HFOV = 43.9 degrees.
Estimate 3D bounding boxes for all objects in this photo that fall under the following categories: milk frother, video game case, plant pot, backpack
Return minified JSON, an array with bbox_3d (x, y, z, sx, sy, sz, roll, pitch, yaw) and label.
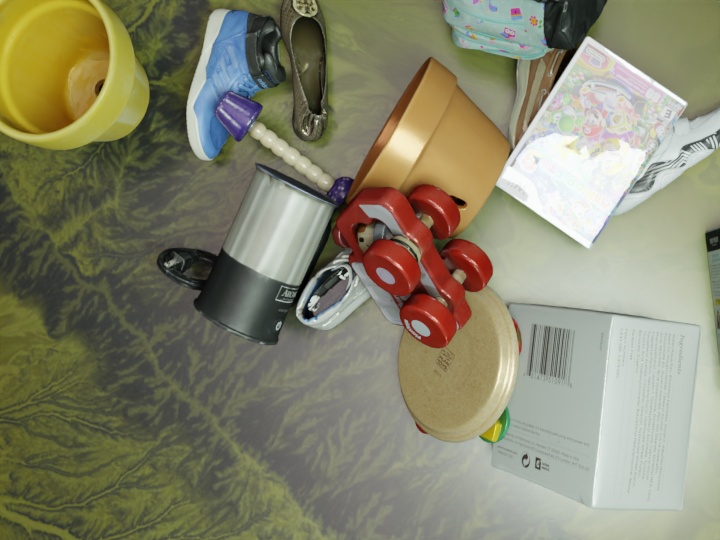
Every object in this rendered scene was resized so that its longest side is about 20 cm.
[{"bbox_3d":[-0.148,-0.041,1.120,0.197,0.180,0.191,27,96,4],"label":"milk frother"},{"bbox_3d":[0.270,-0.150,1.059,0.142,0.018,0.202,34,102,5],"label":"video game case"},{"bbox_3d":[-0.369,-0.252,1.163,0.196,0.189,0.206,0,88,10],"label":"plant pot"},{"bbox_3d":[0.185,-0.332,1.070,0.197,0.129,0.167,17,47,31],"label":"backpack"},{"bbox_3d":[0.089,-0.134,1.087,0.138,0.200,0.203,30,93,-8],"label":"plant pot"}]

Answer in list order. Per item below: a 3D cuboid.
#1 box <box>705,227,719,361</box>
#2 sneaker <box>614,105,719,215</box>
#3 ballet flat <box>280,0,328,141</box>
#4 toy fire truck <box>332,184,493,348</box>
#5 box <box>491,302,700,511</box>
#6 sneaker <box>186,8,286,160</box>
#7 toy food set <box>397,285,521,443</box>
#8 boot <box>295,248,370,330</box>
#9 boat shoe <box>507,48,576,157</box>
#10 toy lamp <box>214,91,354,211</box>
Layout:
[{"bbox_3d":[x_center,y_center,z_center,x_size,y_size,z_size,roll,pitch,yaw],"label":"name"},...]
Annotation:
[{"bbox_3d":[0.453,0.049,1.058,0.048,0.082,0.205,-6,87,8],"label":"box"},{"bbox_3d":[0.360,-0.167,1.086,0.198,0.075,0.116,-36,85,10],"label":"sneaker"},{"bbox_3d":[-0.068,-0.272,1.170,0.066,0.046,0.205,-2,89,-25],"label":"ballet flat"},{"bbox_3d":[0.043,-0.008,1.023,0.113,0.166,0.201,-52,123,-27],"label":"toy fire truck"},{"bbox_3d":[0.261,0.147,1.013,0.128,0.198,0.205,7,89,-24],"label":"box"},{"bbox_3d":[-0.158,-0.242,1.180,0.109,0.077,0.205,9,83,20],"label":"sneaker"},{"bbox_3d":[0.116,0.110,1.086,0.198,0.048,0.203,19,95,48],"label":"toy food set"},{"bbox_3d":[0.000,0.000,1.133,0.073,0.096,0.200,43,95,9],"label":"boot"},{"bbox_3d":[0.229,-0.189,1.101,0.071,0.075,0.205,2,89,38],"label":"boat shoe"},{"bbox_3d":[-0.098,-0.156,1.149,0.198,0.058,0.059,35,94,-11],"label":"toy lamp"}]
